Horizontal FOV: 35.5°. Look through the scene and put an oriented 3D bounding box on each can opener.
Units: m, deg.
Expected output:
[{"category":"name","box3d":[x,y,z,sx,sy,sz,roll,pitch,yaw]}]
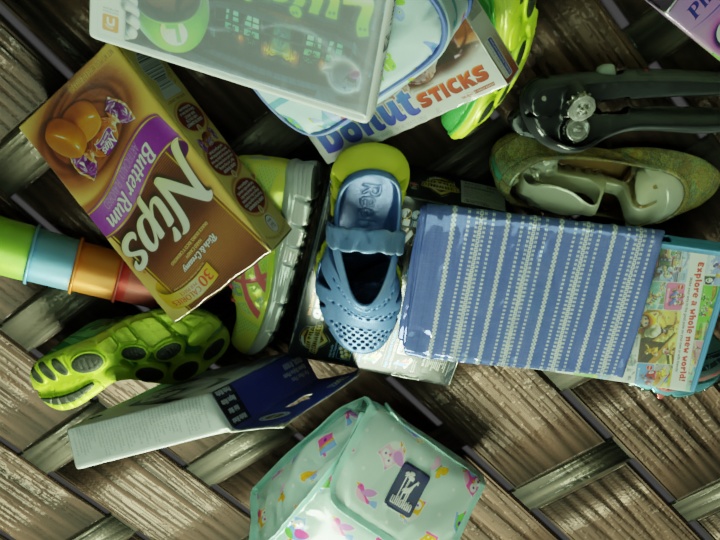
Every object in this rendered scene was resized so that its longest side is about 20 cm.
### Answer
[{"category":"can opener","box3d":[0.215,-0.132,0.874,0.196,0.079,0.064,-6,117,-4]}]

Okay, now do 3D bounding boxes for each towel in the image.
[{"category":"towel","box3d":[0.135,0.017,0.922,0.196,0.024,0.147,6,122,-2]}]

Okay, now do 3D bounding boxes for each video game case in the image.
[{"category":"video game case","box3d":[0.199,0.029,0.946,0.196,0.018,0.145,8,123,4]},{"category":"video game case","box3d":[-0.070,-0.198,0.673,0.197,0.023,0.184,18,127,9]}]

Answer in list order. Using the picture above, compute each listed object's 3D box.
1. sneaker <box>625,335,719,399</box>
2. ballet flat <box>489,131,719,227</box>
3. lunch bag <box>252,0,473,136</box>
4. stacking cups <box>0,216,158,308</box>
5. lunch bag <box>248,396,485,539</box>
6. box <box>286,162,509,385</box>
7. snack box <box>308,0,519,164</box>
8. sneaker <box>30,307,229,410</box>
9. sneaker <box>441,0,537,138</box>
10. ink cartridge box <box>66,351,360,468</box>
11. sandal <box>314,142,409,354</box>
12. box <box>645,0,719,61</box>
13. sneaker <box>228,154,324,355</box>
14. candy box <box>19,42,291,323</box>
[{"category":"sneaker","box3d":[0.246,0.048,1.000,0.197,0.080,0.096,14,125,-9]},{"category":"ballet flat","box3d":[0.202,-0.067,0.920,0.196,0.071,0.071,9,128,-6]},{"category":"lunch bag","box3d":[-0.033,-0.199,0.722,0.160,0.083,0.200,-30,109,37]},{"category":"stacking cups","box3d":[-0.269,-0.013,0.990,0.197,0.061,0.061,14,128,-16]},{"category":"lunch bag","box3d":[0.007,0.233,1.126,0.169,0.123,0.200,35,113,-21]},{"category":"box","box3d":[0.029,0.004,0.992,0.156,0.046,0.202,11,127,-6]},{"category":"snack box","box3d":[0.023,-0.140,0.834,0.199,0.024,0.072,-18,115,48]},{"category":"sneaker","box3d":[-0.209,0.065,1.022,0.197,0.084,0.075,-15,116,19]},{"category":"sneaker","box3d":[0.083,-0.190,0.827,0.083,0.074,0.202,27,138,21]},{"category":"ink cartridge box","box3d":[-0.122,0.112,0.985,0.197,0.199,0.041,-14,92,19]},{"category":"sandal","box3d":[0.000,0.000,0.903,0.078,0.088,0.202,0,134,0]},{"category":"box","box3d":[0.274,-0.178,0.752,0.198,0.177,0.097,31,111,-20]},{"category":"sneaker","box3d":[-0.093,-0.018,0.969,0.089,0.079,0.202,16,121,-2]},{"category":"candy box","box3d":[-0.161,-0.073,0.891,0.116,0.057,0.201,-34,100,25]}]
